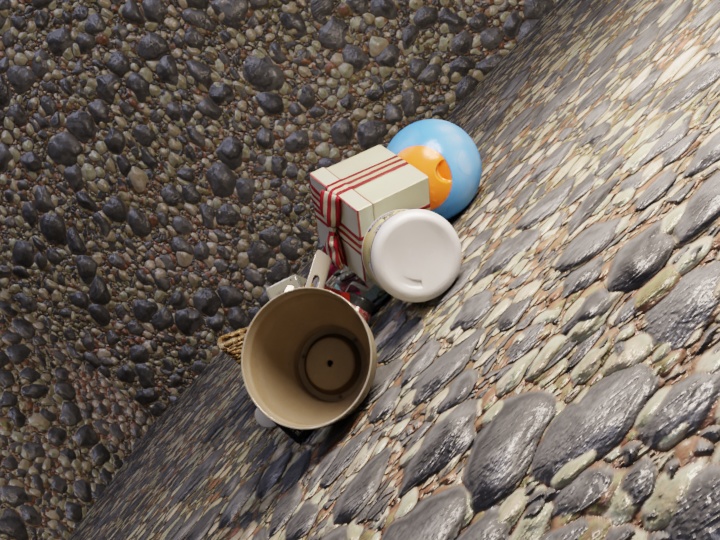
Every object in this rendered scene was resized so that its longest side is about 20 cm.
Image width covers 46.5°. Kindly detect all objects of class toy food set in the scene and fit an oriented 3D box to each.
[{"bbox_3d":[-0.123,0.060,1.574,0.200,0.060,0.145,-41,31,60],"label":"toy food set"}]

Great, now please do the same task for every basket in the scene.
[{"bbox_3d":[-0.227,0.155,1.905,0.143,0.149,0.200,-52,6,-5],"label":"basket"}]

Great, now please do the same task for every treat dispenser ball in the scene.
[{"bbox_3d":[0.142,-0.199,1.674,0.201,0.201,0.201,-46,7,8],"label":"treat dispenser ball"}]

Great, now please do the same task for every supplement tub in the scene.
[{"bbox_3d":[0.078,-0.028,1.376,0.145,0.144,0.200,-48,8,-2],"label":"supplement tub"}]

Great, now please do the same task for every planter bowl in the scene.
[{"bbox_3d":[-0.060,0.136,1.249,0.200,0.200,0.135,-47,-20,4],"label":"planter bowl"}]

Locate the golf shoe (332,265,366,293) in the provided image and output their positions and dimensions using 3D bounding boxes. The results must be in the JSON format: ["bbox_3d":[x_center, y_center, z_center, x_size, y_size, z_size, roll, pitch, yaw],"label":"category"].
[{"bbox_3d":[0.034,-0.011,1.814,0.199,0.098,0.078,-26,43,-13],"label":"golf shoe"}]

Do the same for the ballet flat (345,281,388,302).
[{"bbox_3d":[0.013,0.043,1.656,0.200,0.071,0.069,-43,1,28],"label":"ballet flat"}]

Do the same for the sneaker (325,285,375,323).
[{"bbox_3d":[-0.064,0.092,1.618,0.201,0.067,0.108,10,68,50],"label":"sneaker"}]

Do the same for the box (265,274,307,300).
[{"bbox_3d":[-0.151,0.063,1.959,0.082,0.069,0.200,-26,-9,7],"label":"box"}]

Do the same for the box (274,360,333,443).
[{"bbox_3d":[-0.082,0.181,1.430,0.164,0.086,0.200,-47,7,3],"label":"box"}]

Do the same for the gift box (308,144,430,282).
[{"bbox_3d":[0.005,-0.106,1.569,0.186,0.186,0.200,-27,38,-24],"label":"gift box"}]

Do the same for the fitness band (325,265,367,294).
[{"bbox_3d":[0.000,0.000,1.711,0.200,0.143,0.038,-43,37,23],"label":"fitness band"}]

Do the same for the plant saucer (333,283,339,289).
[{"bbox_3d":[-0.007,0.017,1.944,0.201,0.039,0.201,-39,9,7],"label":"plant saucer"}]

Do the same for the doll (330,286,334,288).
[{"bbox_3d":[-0.105,0.089,1.860,0.136,0.049,0.200,-31,-4,-20],"label":"doll"}]

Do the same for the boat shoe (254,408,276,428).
[{"bbox_3d":[-0.128,0.216,1.601,0.200,0.072,0.068,-52,6,23],"label":"boat shoe"}]
